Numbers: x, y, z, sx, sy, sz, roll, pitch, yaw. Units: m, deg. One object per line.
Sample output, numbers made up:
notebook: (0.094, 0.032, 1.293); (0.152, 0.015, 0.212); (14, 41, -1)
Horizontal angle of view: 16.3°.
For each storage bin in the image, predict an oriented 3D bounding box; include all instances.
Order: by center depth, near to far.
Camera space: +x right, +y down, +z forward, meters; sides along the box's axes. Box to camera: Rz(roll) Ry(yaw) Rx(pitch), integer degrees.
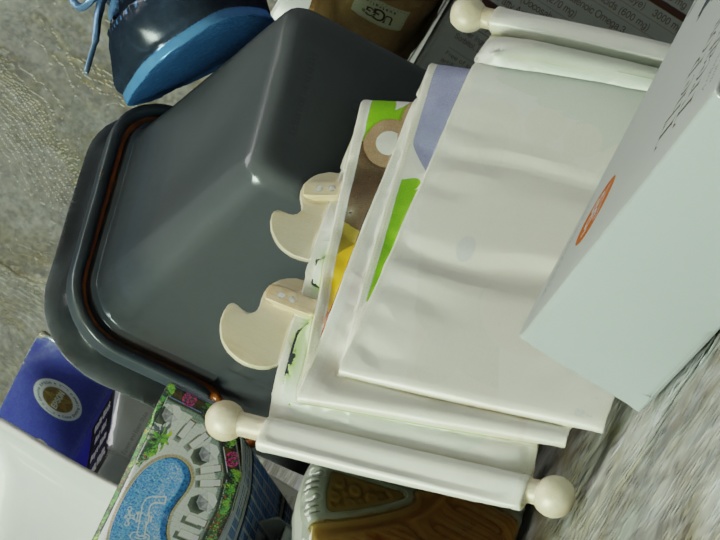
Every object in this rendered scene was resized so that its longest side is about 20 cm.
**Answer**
storage bin: (0.000, 0.000, 0.948); (0.134, 0.199, 0.146); (-42, 29, 50)

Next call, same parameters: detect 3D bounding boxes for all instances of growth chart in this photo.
growth chart: (0.043, -0.010, 0.842); (0.200, 0.144, 0.018); (-61, -22, -23)

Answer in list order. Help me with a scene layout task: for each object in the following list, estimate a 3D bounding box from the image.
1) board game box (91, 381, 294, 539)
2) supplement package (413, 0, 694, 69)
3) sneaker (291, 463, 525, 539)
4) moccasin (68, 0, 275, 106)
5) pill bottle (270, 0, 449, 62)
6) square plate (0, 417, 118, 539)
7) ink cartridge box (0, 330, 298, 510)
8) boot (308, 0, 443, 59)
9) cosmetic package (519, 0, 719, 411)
board game box: (-0.071, 0.152, 0.864); (0.201, 0.061, 0.200); (-65, -20, -18)
supplement package: (0.111, -0.125, 1.082); (0.200, 0.117, 0.117); (-57, 1, 26)
sneaker: (-0.007, 0.123, 0.850); (0.200, 0.075, 0.088); (-56, -5, -50)
moccasin: (-0.081, -0.110, 1.021); (0.080, 0.068, 0.200); (-28, 4, -1)
pill bottle: (0.040, -0.111, 1.495); (0.113, 0.200, 0.113); (-58, 1, 2)
square plate: (-0.122, 0.182, 1.091); (0.028, 0.200, 0.199); (1, -75, -47)
ink cartridge box: (-0.105, 0.144, 1.214); (0.041, 0.200, 0.200); (-60, 1, -42)
boot: (-0.007, -0.105, 1.146); (0.200, 0.066, 0.175); (-60, 1, 37)
cosmetic package: (0.131, -0.073, 0.762); (0.200, 0.052, 0.151); (-60, -1, -33)
